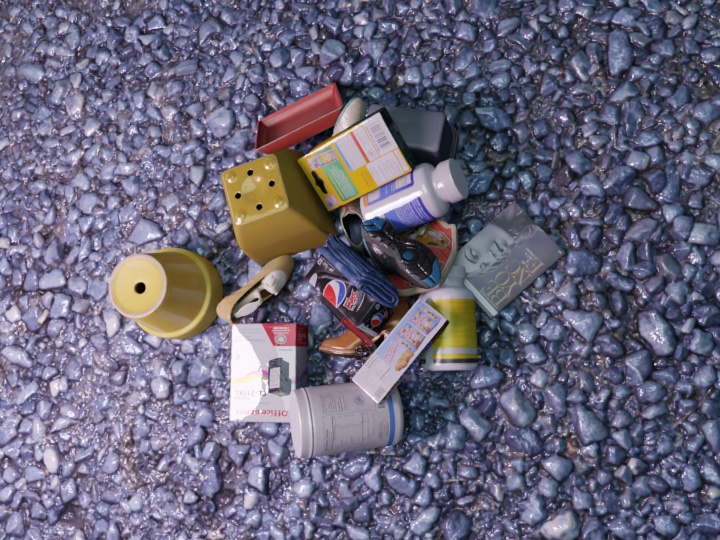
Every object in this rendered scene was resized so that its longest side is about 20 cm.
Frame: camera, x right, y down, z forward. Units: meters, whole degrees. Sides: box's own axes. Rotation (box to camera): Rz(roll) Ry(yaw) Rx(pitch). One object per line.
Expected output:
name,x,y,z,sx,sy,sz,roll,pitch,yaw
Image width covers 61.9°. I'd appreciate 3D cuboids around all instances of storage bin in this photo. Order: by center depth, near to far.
storage bin,0.094,-0.263,1.235,0.199,0.134,0.146,10,84,13

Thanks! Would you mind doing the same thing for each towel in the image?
towel,0.000,0.000,1.170,0.049,0.112,0.200,-53,34,3

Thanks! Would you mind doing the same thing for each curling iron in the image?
curling iron,-0.031,0.112,1.197,0.050,0.026,0.200,-40,55,-1

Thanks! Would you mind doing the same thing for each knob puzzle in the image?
knob puzzle,0.109,-0.030,1.191,0.219,0.030,0.220,-24,41,23

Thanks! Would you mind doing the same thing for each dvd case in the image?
dvd case,0.289,-0.021,1.222,0.200,0.016,0.149,-42,77,3

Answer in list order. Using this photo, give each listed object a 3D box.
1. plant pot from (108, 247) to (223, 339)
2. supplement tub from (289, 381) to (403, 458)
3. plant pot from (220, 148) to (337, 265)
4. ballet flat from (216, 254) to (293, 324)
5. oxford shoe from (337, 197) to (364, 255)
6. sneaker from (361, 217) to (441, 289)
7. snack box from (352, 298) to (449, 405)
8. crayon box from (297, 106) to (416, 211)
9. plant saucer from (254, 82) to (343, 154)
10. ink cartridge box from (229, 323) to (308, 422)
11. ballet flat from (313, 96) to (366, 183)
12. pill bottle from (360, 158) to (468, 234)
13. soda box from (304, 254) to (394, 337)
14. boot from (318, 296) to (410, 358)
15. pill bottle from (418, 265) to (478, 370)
plant pot,-0.420,0.044,1.267,0.200,0.189,0.202,-1,83,11
supplement tub,-0.028,0.281,1.150,0.199,0.132,0.132,-4,80,-15
plant pot,-0.183,-0.143,1.240,0.194,0.200,0.196,-18,78,8
ballet flat,-0.208,0.045,1.265,0.200,0.069,0.063,-40,41,-14
oxford shoe,-0.016,-0.133,1.269,0.071,0.074,0.201,-22,77,10
sneaker,0.076,-0.021,1.146,0.073,0.082,0.200,-25,50,-28
snack box,0.075,0.150,1.115,0.072,0.024,0.200,38,85,31
crayon box,-0.008,-0.216,1.181,0.200,0.052,0.126,-23,109,27
plant saucer,-0.128,-0.320,1.285,0.199,0.200,0.037,-24,121,7
ink cartridge box,-0.189,0.213,1.250,0.145,0.083,0.201,-2,81,11
ballet flat,-0.030,-0.258,1.230,0.062,0.067,0.200,49,128,20
pill bottle,0.109,-0.145,1.197,0.200,0.112,0.112,-21,78,29
soda box,-0.026,0.048,1.203,0.063,0.071,0.200,-53,46,2
boot,0.010,0.099,1.240,0.199,0.074,0.155,-6,73,13
pill bottle,0.171,0.095,1.180,0.112,0.112,0.201,-3,82,11
